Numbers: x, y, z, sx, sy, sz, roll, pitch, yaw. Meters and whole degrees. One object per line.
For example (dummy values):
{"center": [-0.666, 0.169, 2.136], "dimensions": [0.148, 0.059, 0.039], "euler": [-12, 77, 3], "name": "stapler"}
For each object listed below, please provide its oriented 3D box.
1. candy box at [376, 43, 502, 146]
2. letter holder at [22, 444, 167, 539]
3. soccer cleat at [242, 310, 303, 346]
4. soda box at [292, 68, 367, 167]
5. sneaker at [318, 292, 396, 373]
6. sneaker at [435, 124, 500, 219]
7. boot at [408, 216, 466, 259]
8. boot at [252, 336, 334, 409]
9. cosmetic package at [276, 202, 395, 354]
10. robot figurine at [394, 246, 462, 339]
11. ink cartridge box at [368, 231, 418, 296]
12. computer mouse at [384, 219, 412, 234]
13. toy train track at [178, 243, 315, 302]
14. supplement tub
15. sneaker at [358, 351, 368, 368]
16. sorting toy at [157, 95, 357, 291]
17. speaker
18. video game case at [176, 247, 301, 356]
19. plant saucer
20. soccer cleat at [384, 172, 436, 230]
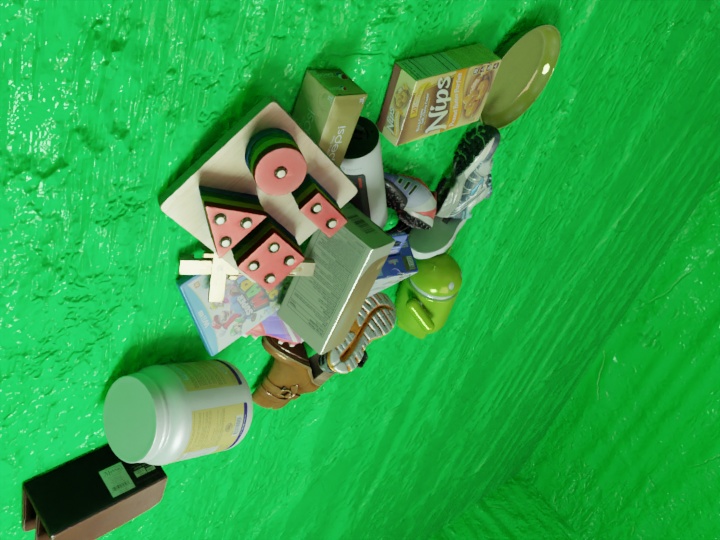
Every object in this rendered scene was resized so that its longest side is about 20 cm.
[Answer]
{"center": [0.122, -0.274, 1.275], "dimensions": [0.198, 0.055, 0.117], "euler": [-24, 145, -38], "name": "candy box"}
{"center": [-0.426, 0.374, 1.317], "dimensions": [0.197, 0.101, 0.144], "euler": [-21, 146, -40], "name": "letter holder"}
{"center": [-0.135, 0.076, 1.374], "dimensions": [0.077, 0.066, 0.198], "euler": [-57, 149, 12], "name": "soccer cleat"}
{"center": [-0.063, -0.172, 1.135], "dimensions": [0.063, 0.068, 0.203], "euler": [-15, 140, -43], "name": "soda box"}
{"center": [-0.009, 0.111, 1.488], "dimensions": [0.200, 0.079, 0.077], "euler": [-43, -170, -36], "name": "sneaker"}
{"center": [0.205, -0.174, 1.480], "dimensions": [0.084, 0.079, 0.202], "euler": [14, 133, -20], "name": "sneaker"}
{"center": [0.141, -0.056, 1.552], "dimensions": [0.199, 0.073, 0.097], "euler": [-40, 158, -42], "name": "boot"}
{"center": [-0.150, 0.183, 1.501], "dimensions": [0.154, 0.078, 0.199], "euler": [-35, 146, 20], "name": "boot"}
{"center": [-0.039, 0.012, 1.242], "dimensions": [0.071, 0.105, 0.202], "euler": [-21, 145, -54], "name": "cosmetic package"}
{"center": [0.135, 0.044, 1.653], "dimensions": [0.176, 0.114, 0.203], "euler": [-49, 164, -46], "name": "robot figurine"}
{"center": [0.000, 0.000, 1.354], "dimensions": [0.198, 0.078, 0.135], "euler": [-26, 170, 39], "name": "ink cartridge box"}
{"center": [0.024, -0.013, 1.509], "dimensions": [0.140, 0.046, 0.202], "euler": [-31, 153, -55], "name": "computer mouse"}
{"center": [-0.162, -0.011, 1.181], "dimensions": [0.195, 0.033, 0.117], "euler": [1, 122, -21], "name": "toy train track"}
{"center": [-0.277, 0.215, 1.264], "dimensions": [0.198, 0.145, 0.147], "euler": [2, 127, -55], "name": "supplement tub"}
{"center": [-0.033, 0.131, 1.565], "dimensions": [0.081, 0.086, 0.200], "euler": [-49, 152, 3], "name": "sneaker"}
{"center": [-0.122, -0.083, 1.069], "dimensions": [0.199, 0.070, 0.198], "euler": [-40, 134, 9], "name": "sorting toy"}
{"center": [-0.002, -0.139, 1.252], "dimensions": [0.081, 0.081, 0.202], "euler": [-37, 152, -16], "name": "speaker"}
{"center": [-0.170, 0.020, 1.245], "dimensions": [0.198, 0.018, 0.145], "euler": [-35, 133, -22], "name": "video game case"}
{"center": [0.268, -0.338, 1.426], "dimensions": [0.198, 0.031, 0.202], "euler": [-35, 151, -23], "name": "plant saucer"}
{"center": [0.074, -0.135, 1.403], "dimensions": [0.199, 0.067, 0.075], "euler": [32, 73, -54], "name": "soccer cleat"}
